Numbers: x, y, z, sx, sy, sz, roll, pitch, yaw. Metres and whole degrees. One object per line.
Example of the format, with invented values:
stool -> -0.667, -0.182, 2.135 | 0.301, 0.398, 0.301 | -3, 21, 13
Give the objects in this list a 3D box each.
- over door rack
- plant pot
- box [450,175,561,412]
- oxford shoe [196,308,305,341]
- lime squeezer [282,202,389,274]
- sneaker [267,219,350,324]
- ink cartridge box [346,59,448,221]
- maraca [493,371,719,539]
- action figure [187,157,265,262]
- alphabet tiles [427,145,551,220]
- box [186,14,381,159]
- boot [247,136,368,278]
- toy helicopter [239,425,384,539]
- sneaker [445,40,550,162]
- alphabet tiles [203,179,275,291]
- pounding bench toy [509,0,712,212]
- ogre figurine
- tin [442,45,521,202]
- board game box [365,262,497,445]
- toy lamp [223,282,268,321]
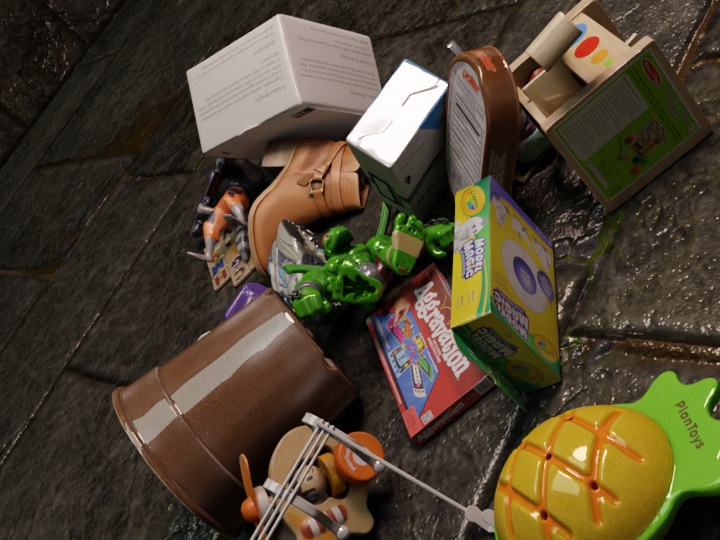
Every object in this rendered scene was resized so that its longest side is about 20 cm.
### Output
over door rack -> 0.002, 0.232, 0.799 | 0.199, 0.067, 0.148 | 25, 72, 21
plant pot -> -0.121, 0.137, 0.994 | 0.198, 0.201, 0.200 | -41, 31, -4
box -> 0.133, 0.021, 0.864 | 0.048, 0.117, 0.201 | -25, 39, 33
oxford shoe -> -0.141, 0.094, 1.164 | 0.199, 0.075, 0.058 | -25, 40, 40
lime squeezer -> -0.007, -0.018, 1.135 | 0.200, 0.071, 0.038 | -36, -21, -41
sneaker -> -0.068, 0.020, 1.174 | 0.087, 0.077, 0.200 | -61, 28, 20
ink cartridge box -> 0.065, -0.136, 1.090 | 0.068, 0.200, 0.116 | 33, 83, 23
maraca -> 0.180, 0.149, 0.676 | 0.199, 0.107, 0.138 | -37, 33, 18
action figure -> -0.198, -0.088, 1.433 | 0.200, 0.104, 0.194 | -57, 11, 43
alphabet tiles -> 0.160, -0.141, 1.114 | 0.201, 0.008, 0.167 | -54, 32, -8
box -> -0.103, -0.250, 1.341 | 0.198, 0.199, 0.132 | -19, 80, 38
boot -> -0.066, -0.085, 1.271 | 0.153, 0.074, 0.202 | 4, 84, 22
toy helicopter -> -0.052, 0.241, 0.859 | 0.079, 0.131, 0.202 | 128, 147, -60
sneaker -> 0.134, -0.212, 1.079 | 0.078, 0.140, 0.200 | -48, 32, 0
alphabet tiles -> -0.172, -0.057, 1.427 | 0.166, 0.006, 0.200 | -43, 32, 8
pounding bench toy -> 0.213, -0.192, 0.918 | 0.124, 0.200, 0.156 | -40, 33, 13
ogre figurine -> 0.000, 0.000, 1.032 | 0.200, 0.098, 0.120 | -48, 16, -20
tin -> 0.123, -0.135, 0.977 | 0.042, 0.201, 0.112 | -16, 47, -15
board game box -> 0.069, 0.080, 0.972 | 0.103, 0.019, 0.200 | -40, 32, 11
toy lamp -> -0.151, 0.109, 1.102 | 0.201, 0.058, 0.058 | -68, 25, 21
